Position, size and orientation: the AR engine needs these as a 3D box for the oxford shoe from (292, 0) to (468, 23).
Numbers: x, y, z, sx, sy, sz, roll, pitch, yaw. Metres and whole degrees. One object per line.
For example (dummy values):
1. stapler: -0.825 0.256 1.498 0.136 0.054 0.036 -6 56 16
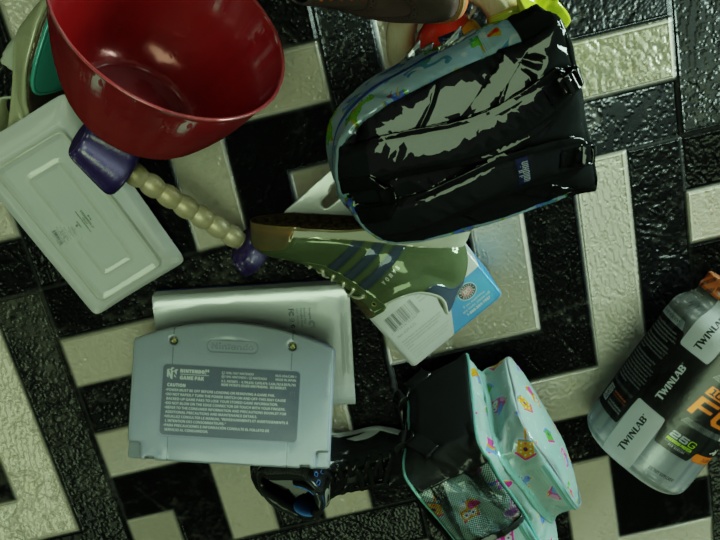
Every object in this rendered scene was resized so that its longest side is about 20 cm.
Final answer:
1. oxford shoe: -0.009 -0.233 0.690 0.196 0.073 0.072 19 134 21

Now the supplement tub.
1. supplement tub: 0.329 0.110 0.845 0.121 0.123 0.202 28 107 -12

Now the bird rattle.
1. bird rattle: 0.086 -0.215 0.732 0.197 0.113 0.164 28 123 -9

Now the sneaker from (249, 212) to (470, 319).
1. sneaker: 0.000 0.000 0.745 0.195 0.067 0.092 1 105 -6

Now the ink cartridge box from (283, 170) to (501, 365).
1. ink cartridge box: 0.029 -0.024 0.811 0.115 0.067 0.201 -38 107 11

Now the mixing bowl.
1. mixing bowl: -0.172 -0.168 0.701 0.198 0.202 0.109 30 134 -13

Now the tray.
1. tray: -0.256 -0.050 0.775 0.106 0.022 0.202 -30 125 -1

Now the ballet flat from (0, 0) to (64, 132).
1. ballet flat: -0.294 -0.160 0.752 0.068 0.070 0.204 13 110 -7

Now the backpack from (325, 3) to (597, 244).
1. backpack: 0.069 -0.105 0.680 0.198 0.154 0.165 -30 125 -4

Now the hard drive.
1. hard drive: -0.106 0.080 0.863 0.195 0.025 0.135 -4 110 -2

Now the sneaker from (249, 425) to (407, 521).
1. sneaker: -0.018 0.217 0.871 0.195 0.112 0.075 5 111 -5

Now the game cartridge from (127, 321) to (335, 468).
1. game cartridge: -0.123 0.118 0.817 0.195 0.042 0.137 3 83 1

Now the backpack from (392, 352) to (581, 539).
1. backpack: 0.133 0.202 0.841 0.151 0.177 0.203 -21 114 9

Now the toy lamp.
1. toy lamp: -0.170 -0.065 0.766 0.058 0.059 0.199 -46 124 13
